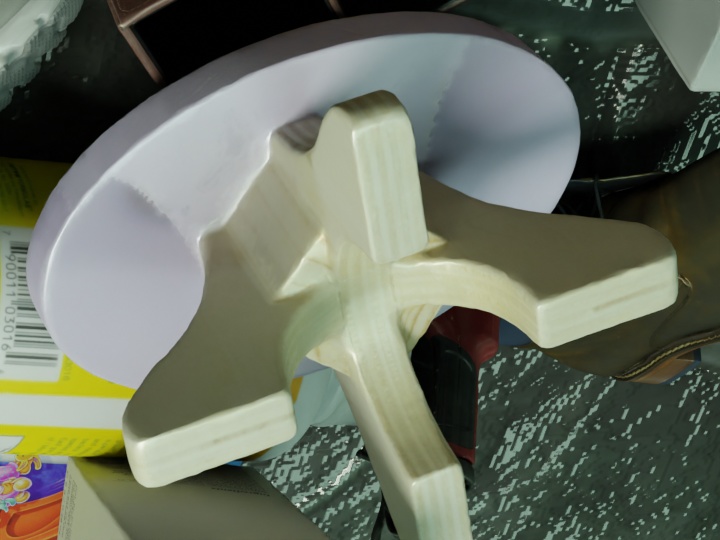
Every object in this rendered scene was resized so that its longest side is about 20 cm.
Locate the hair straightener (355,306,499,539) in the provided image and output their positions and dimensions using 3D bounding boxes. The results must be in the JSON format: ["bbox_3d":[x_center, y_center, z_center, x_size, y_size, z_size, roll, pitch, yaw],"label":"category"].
[{"bbox_3d":[0.030,0.062,0.871,0.041,0.200,0.077,18,126,-16],"label":"hair straightener"}]

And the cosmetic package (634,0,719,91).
[{"bbox_3d":[0.182,-0.164,0.816,0.101,0.074,0.200,0,132,-24],"label":"cosmetic package"}]

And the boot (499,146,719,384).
[{"bbox_3d":[0.113,-0.008,0.902,0.096,0.075,0.200,4,150,-17],"label":"boot"}]

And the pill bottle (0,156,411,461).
[{"bbox_3d":[-0.084,0.016,0.838,0.199,0.109,0.110,5,128,-28],"label":"pill bottle"}]

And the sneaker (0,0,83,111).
[{"bbox_3d":[-0.187,-0.062,0.741,0.199,0.075,0.082,-29,93,5],"label":"sneaker"}]

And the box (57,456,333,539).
[{"bbox_3d":[-0.053,0.117,0.766,0.082,0.200,0.069,7,95,-15],"label":"box"}]

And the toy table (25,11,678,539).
[{"bbox_3d":[0.000,0.000,0.727,0.199,0.117,0.184,-29,128,-7],"label":"toy table"}]

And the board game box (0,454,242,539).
[{"bbox_3d":[-0.160,0.097,0.900,0.199,0.045,0.135,4,128,-27],"label":"board game box"}]

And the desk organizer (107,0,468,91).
[{"bbox_3d":[0.006,-0.132,0.764,0.199,0.077,0.072,-29,136,4],"label":"desk organizer"}]
